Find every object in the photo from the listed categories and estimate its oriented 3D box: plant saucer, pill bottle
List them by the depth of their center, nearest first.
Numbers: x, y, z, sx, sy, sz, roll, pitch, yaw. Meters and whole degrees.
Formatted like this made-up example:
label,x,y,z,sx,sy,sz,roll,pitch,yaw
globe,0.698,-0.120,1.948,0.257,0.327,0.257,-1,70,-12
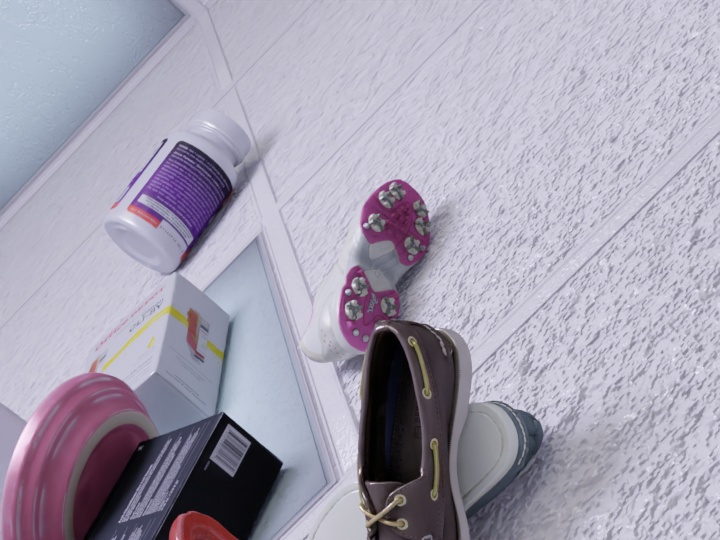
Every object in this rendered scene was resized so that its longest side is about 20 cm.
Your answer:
label,x,y,z,sx,sy,sz,roll,pitch,yaw
plant saucer,-0.232,0.192,1.333,0.051,0.201,0.201,9,51,25
pill bottle,-0.226,-0.106,1.939,0.200,0.111,0.111,-56,21,-22

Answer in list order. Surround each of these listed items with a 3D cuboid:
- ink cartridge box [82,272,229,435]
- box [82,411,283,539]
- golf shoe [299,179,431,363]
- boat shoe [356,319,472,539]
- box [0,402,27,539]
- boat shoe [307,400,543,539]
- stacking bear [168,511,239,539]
label,x,y,z,sx,sy,sz,roll,pitch,yaw
ink cartridge box,-0.216,0.114,1.551,0.145,0.083,0.200,-40,21,19
box,-0.166,0.227,1.247,0.141,0.079,0.201,-20,34,48
golf shoe,0.000,0.000,1.341,0.091,0.075,0.201,-32,24,43
boat shoe,0.027,0.131,0.939,0.072,0.059,0.201,-6,75,44
box,-0.419,0.231,1.582,0.200,0.199,0.171,-55,22,-17
boat shoe,0.043,0.153,1.013,0.200,0.073,0.062,-44,-24,30
stacking bear,-0.128,0.282,1.035,0.200,0.121,0.114,-49,28,22
